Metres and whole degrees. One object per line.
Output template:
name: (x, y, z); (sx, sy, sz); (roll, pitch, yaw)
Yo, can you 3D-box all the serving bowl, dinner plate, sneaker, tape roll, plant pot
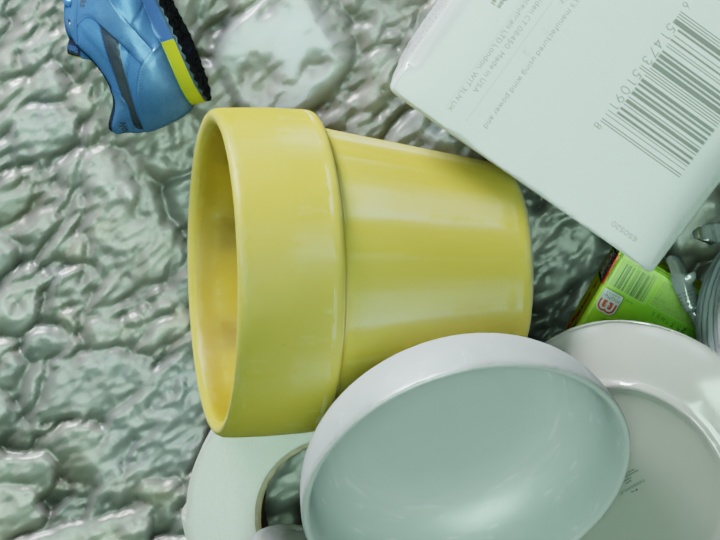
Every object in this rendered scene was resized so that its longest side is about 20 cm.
serving bowl: (0.056, 0.106, 1.508); (0.200, 0.066, 0.200); (-10, 134, -10)
dinner plate: (0.170, 0.126, 1.548); (0.200, 0.024, 0.200); (12, 115, 27)
sneaker: (-0.165, -0.181, 1.588); (0.078, 0.066, 0.200); (-21, 99, 10)
tape roll: (-0.015, 0.157, 1.655); (0.203, 0.037, 0.203); (0, 100, 2)
plant pot: (0.000, 0.000, 1.557); (0.189, 0.201, 0.201); (-1, 100, -12)

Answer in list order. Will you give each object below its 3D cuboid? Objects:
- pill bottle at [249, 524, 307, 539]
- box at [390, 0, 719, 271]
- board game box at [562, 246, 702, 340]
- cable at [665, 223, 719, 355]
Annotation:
pill bottle: (-0.037, 0.271, 1.601); (0.111, 0.111, 0.200); (13, 101, 0)
box: (0.153, -0.141, 1.547); (0.200, 0.131, 0.199); (35, 100, -3)
board game box: (0.228, 0.072, 1.623); (0.200, 0.048, 0.102); (29, 101, -2)
cable: (0.307, 0.044, 1.563); (0.200, 0.069, 0.200); (-9, 72, -18)
